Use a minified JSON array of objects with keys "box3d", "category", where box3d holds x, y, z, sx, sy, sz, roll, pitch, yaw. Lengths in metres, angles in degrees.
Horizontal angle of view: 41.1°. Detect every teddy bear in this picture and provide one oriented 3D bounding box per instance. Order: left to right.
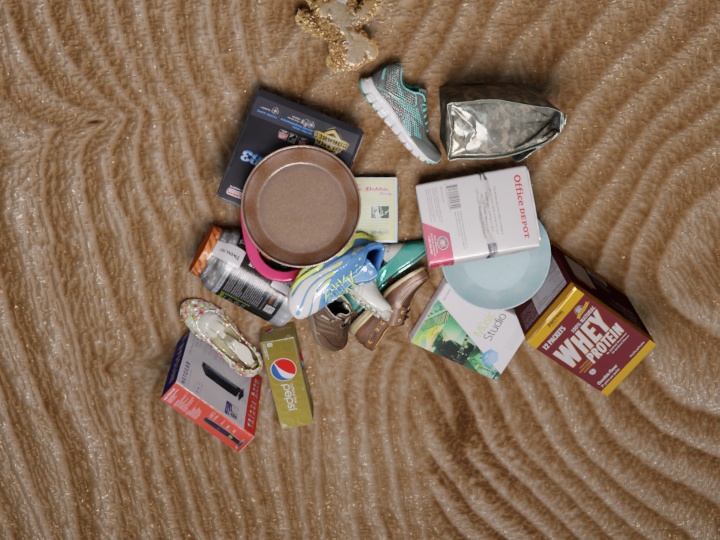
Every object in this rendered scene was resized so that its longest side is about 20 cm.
[{"box3d":[-0.038,-0.430,1.583,0.145,0.067,0.200,-40,104,5],"category":"teddy bear"}]

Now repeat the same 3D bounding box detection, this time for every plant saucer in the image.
[{"box3d":[-0.098,-0.106,1.597,0.198,0.037,0.202,0,91,-1],"category":"plant saucer"},{"box3d":[0.247,-0.027,1.760,0.199,0.039,0.203,-1,86,9],"category":"plant saucer"}]

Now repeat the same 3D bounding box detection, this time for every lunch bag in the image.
[{"box3d":[0.236,-0.251,1.615,0.198,0.164,0.119,-3,110,0],"category":"lunch bag"}]

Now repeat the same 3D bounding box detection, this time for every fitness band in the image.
[{"box3d":[-0.136,-0.080,1.676,0.142,0.037,0.202,-10,87,-2],"category":"fitness band"}]

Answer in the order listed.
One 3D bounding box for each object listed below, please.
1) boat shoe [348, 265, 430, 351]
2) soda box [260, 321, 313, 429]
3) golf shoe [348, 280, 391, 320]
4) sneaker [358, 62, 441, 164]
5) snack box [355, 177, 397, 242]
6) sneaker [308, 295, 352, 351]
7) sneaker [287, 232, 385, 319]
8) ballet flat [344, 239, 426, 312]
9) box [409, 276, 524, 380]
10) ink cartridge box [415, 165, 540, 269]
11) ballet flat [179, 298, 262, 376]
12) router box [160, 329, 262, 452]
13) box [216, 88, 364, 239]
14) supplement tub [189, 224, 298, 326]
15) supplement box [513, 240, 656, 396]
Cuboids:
[{"box3d":[0.065,0.072,1.801,0.200,0.072,0.068,-45,78,22],"category":"boat shoe"},{"box3d":[-0.141,0.206,1.871,0.067,0.064,0.201,-10,116,2],"category":"soda box"},{"box3d":[0.000,0.000,1.732,0.097,0.078,0.200,-44,72,0],"category":"golf shoe"},{"box3d":[0.088,-0.271,1.652,0.091,0.078,0.200,-38,113,10],"category":"sneaker"},{"box3d":[-0.032,-0.108,1.718,0.198,0.037,0.117,0,90,-2],"category":"snack box"},{"box3d":[-0.048,0.089,1.751,0.075,0.071,0.201,15,148,30],"category":"sneaker"},{"box3d":[-0.035,0.007,1.621,0.200,0.105,0.076,-48,119,-24],"category":"sneaker"},{"box3d":[0.040,-0.007,1.780,0.200,0.067,0.070,-41,96,13],"category":"ballet flat"},{"box3d":[0.214,0.114,1.857,0.199,0.036,0.145,25,112,-12],"category":"box"},{"box3d":[0.206,-0.093,1.701,0.198,0.084,0.146,-10,84,3],"category":"ink cartridge box"},{"box3d":[-0.255,0.124,1.818,0.200,0.064,0.076,43,73,-15],"category":"ballet flat"},{"box3d":[-0.273,0.220,1.797,0.179,0.200,0.049,38,109,-18],"category":"router box"},{"box3d":[-0.119,-0.180,1.639,0.199,0.050,0.200,22,87,0],"category":"box"},{"box3d":[-0.201,0.006,1.742,0.199,0.123,0.123,29,111,-16],"category":"supplement tub"},{"box3d":[0.399,0.084,1.760,0.197,0.200,0.133,33,110,-16],"category":"supplement box"}]
